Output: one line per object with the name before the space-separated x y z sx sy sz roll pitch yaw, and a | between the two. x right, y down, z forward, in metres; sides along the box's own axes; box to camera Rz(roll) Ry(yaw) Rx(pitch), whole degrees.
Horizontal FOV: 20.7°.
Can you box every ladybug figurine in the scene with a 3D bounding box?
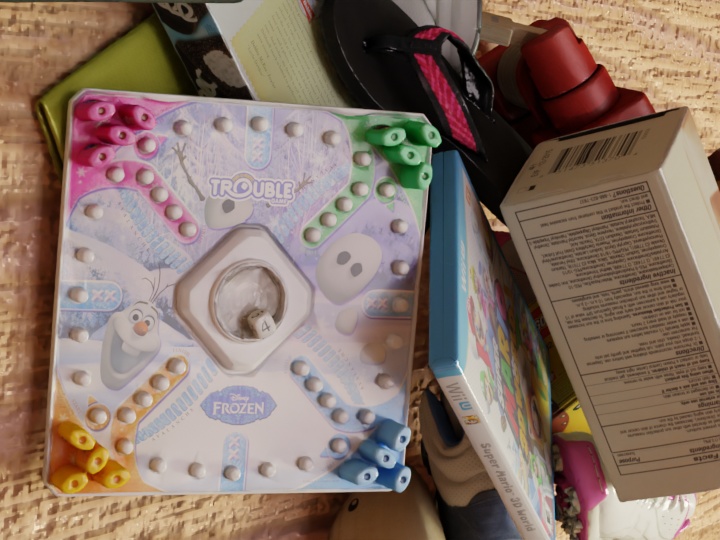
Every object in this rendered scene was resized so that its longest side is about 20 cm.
ladybug figurine | 0.029 0.221 1.218 0.136 0.071 0.202 93 -18 -81

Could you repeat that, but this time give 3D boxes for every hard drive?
hard drive | 0.000 0.000 1.131 0.201 0.042 0.135 -56 178 -39

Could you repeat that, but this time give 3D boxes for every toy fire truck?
toy fire truck | 0.101 -0.122 1.265 0.128 0.176 0.201 -33 106 -5

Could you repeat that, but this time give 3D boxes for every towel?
towel | -0.099 -0.097 1.036 0.200 0.018 0.087 -46 128 -45

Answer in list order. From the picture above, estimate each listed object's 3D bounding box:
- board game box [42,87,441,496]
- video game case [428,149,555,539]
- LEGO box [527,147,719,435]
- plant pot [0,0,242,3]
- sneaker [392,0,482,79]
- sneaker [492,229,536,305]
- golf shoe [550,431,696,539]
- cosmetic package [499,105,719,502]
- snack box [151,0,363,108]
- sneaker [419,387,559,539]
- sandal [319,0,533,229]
board game box | -0.056 0.016 0.995 0.198 0.026 0.202 2 97 -25
video game case | 0.076 0.049 1.111 0.201 0.018 0.144 61 25 -48
LEGO box | 0.205 0.031 1.264 0.148 0.200 0.078 23 33 -50
plant pot | -0.080 -0.230 0.923 0.200 0.140 0.142 -49 136 -50
sneaker | 0.026 -0.209 1.162 0.075 0.086 0.202 116 -26 -72
sneaker | 0.109 0.063 1.359 0.088 0.081 0.201 -56 139 -41
golf shoe | 0.166 0.138 1.249 0.200 0.091 0.076 65 7 -70
cosmetic package | 0.167 0.021 1.124 0.201 0.103 0.087 68 29 -20
snack box | -0.046 -0.123 1.055 0.116 0.037 0.201 -57 131 -43
sneaker | 0.080 0.120 1.272 0.200 0.080 0.148 -93 174 -74
sandal | 0.054 -0.096 1.102 0.200 0.045 0.076 40 47 -30
